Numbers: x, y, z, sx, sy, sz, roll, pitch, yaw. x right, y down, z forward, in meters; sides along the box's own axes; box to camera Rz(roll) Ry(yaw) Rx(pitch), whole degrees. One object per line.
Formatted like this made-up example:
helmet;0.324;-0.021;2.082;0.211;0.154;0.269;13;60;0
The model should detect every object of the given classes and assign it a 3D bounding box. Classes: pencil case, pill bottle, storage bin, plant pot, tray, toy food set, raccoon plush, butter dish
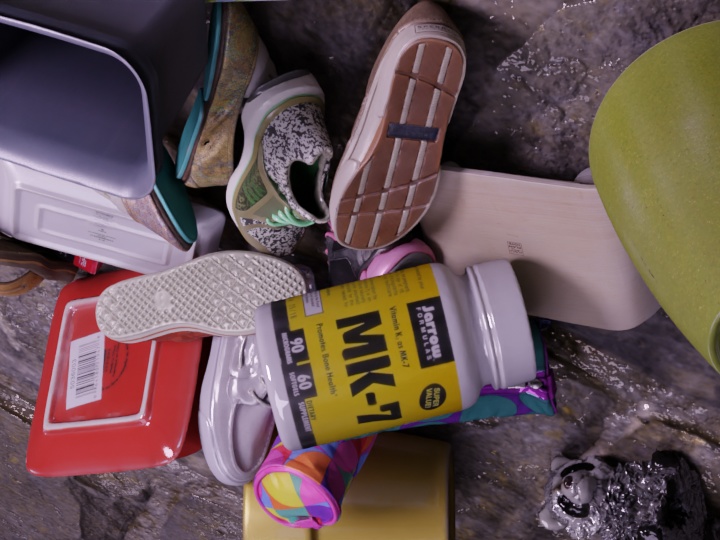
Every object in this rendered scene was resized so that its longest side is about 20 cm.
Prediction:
pencil case;0.065;0.091;1.154;0.197;0.092;0.086;-7;99;-5
pill bottle;0.026;0.059;1.045;0.197;0.115;0.115;-14;133;0
storage bin;-0.203;-0.151;0.968;0.198;0.135;0.147;18;137;15
plant pot;0.246;-0.025;0.865;0.184;0.201;0.189;1;130;1
tray;-0.221;-0.037;1.194;0.197;0.022;0.108;15;139;-5
pencil case;-0.021;0.141;1.226;0.087;0.201;0.089;15;131;18
toy food set;0.132;-0.036;1.070;0.198;0.061;0.144;11;138;30
raccoon plush;0.251;0.243;1.275;0.133;0.097;0.201;-5;132;41
butter dish;-0.199;0.109;1.316;0.197;0.202;0.148;-9;154;31
plant pot;-0.004;0.232;1.323;0.186;0.202;0.202;-1;135;7

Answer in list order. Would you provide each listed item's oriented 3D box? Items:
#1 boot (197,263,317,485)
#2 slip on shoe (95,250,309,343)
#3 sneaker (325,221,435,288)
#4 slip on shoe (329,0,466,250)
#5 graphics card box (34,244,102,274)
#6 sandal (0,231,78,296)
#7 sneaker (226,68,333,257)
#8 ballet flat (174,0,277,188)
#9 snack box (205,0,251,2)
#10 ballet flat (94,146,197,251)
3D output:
boot;-0.084;0.091;1.206;0.073;0.203;0.095;4;177;-43
slip on shoe;-0.131;0.027;1.185;0.198;0.075;0.061;-10;168;23
sneaker;0.000;0.000;1.170;0.096;0.078;0.200;56;152;15
slip on shoe;0.025;-0.104;1.012;0.075;0.061;0.202;6;130;-12
graphics card box;-0.308;-0.090;1.234;0.198;0.051;0.126;25;140;-2
sandal;-0.324;-0.004;1.246;0.080;0.054;0.200;27;179;19
sneaker;-0.056;-0.060;1.083;0.076;0.089;0.201;-18;149;-17
ballet flat;-0.099;-0.137;1.075;0.070;0.071;0.201;24;139;1
snack box;-0.147;-0.260;0.969;0.198;0.053;0.143;3;136;26
ballet flat;-0.198;-0.102;1.126;0.067;0.068;0.202;-18;103;16
